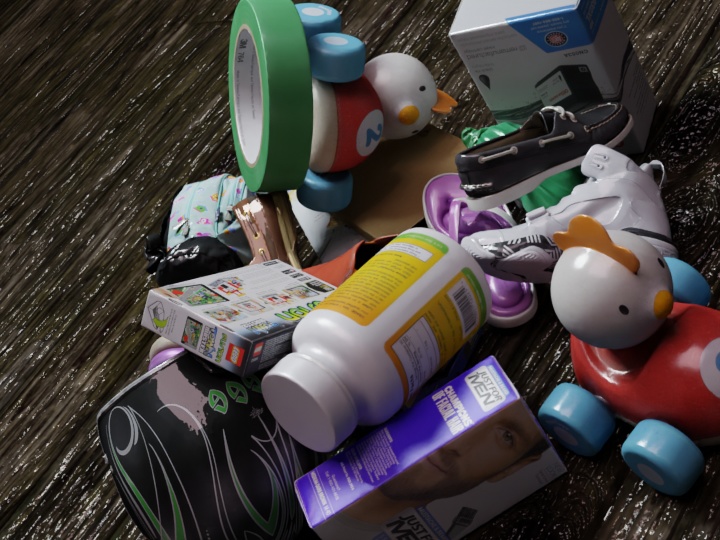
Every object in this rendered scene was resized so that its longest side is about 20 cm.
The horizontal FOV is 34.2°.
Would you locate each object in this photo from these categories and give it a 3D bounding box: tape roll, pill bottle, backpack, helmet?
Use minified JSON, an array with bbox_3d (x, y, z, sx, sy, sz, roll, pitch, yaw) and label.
[{"bbox_3d":[-0.096,-0.182,1.225,0.048,0.201,0.200,-5,32,-17],"label":"tape roll"},{"bbox_3d":[0.012,0.060,0.996,0.111,0.111,0.200,10,41,44],"label":"pill bottle"},{"bbox_3d":[-0.162,-0.022,1.355,0.126,0.167,0.200,-8,38,8],"label":"backpack"},{"bbox_3d":[-0.124,0.171,1.048,0.200,0.191,0.200,-32,-8,-5],"label":"helmet"}]

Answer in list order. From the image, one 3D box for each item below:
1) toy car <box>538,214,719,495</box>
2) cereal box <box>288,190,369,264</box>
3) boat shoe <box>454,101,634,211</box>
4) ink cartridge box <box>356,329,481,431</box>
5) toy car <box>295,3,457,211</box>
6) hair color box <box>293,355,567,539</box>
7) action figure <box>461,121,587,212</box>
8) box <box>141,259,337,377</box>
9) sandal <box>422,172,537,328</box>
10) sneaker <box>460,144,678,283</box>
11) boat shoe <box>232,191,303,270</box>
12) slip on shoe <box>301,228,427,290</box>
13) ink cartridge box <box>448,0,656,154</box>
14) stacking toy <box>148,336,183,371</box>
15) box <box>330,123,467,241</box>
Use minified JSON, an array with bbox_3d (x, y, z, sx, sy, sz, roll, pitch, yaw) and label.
[{"bbox_3d":[0.223,0.036,0.928,0.184,0.200,0.177,-48,38,-17],"label":"toy car"},{"bbox_3d":[0.000,-0.073,1.360,0.144,0.040,0.200,-32,36,-1],"label":"cereal box"},{"bbox_3d":[0.178,-0.125,1.133,0.200,0.060,0.074,-28,18,-16],"label":"boat shoe"},{"bbox_3d":[0.024,0.083,1.141,0.200,0.076,0.137,5,52,40],"label":"ink cartridge box"},{"bbox_3d":[0.020,-0.184,1.294,0.200,0.184,0.177,-5,32,-17],"label":"toy car"},{"bbox_3d":[0.059,0.173,0.981,0.200,0.109,0.065,-34,36,2],"label":"hair color box"},{"bbox_3d":[0.180,-0.101,1.204,0.118,0.055,0.200,-44,55,-15],"label":"action figure"},{"bbox_3d":[-0.089,0.038,1.046,0.110,0.035,0.200,25,19,24],"label":"box"},{"bbox_3d":[0.124,-0.034,1.171,0.082,0.050,0.203,-22,55,-7],"label":"sandal"},{"bbox_3d":[0.195,-0.051,1.101,0.200,0.075,0.115,0,71,12],"label":"sneaker"},{"bbox_3d":[-0.092,0.011,1.254,0.068,0.072,0.200,-11,74,-5],"label":"boat shoe"},{"bbox_3d":[0.000,0.000,1.140,0.200,0.061,0.074,-11,41,29],"label":"slip on shoe"},{"bbox_3d":[0.204,-0.209,1.220,0.145,0.200,0.084,-5,47,34],"label":"ink cartridge box"},{"bbox_3d":[-0.195,0.164,1.221,0.085,0.085,0.200,-17,43,23],"label":"stacking toy"},{"bbox_3d":[0.042,-0.103,1.316,0.163,0.021,0.200,-37,38,-13],"label":"box"}]
